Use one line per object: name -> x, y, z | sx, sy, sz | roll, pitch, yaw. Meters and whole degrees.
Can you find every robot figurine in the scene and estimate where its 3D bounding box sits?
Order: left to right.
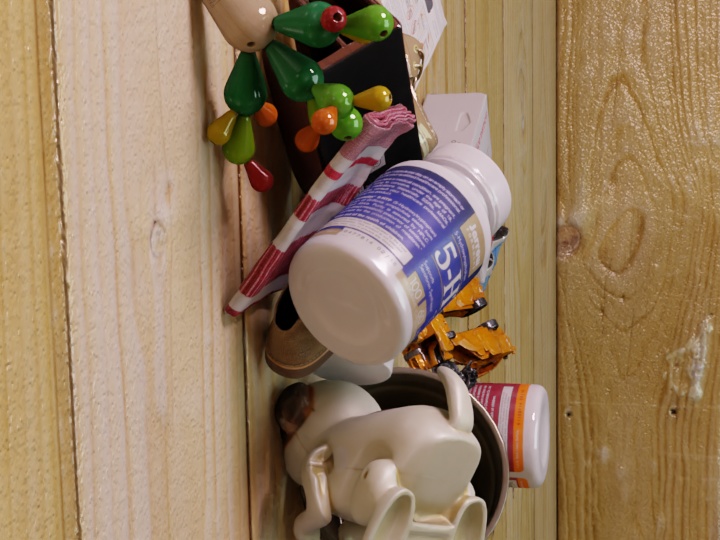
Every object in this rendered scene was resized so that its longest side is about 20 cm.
robot figurine -> 0.095, 0.065, 1.792 | 0.199, 0.058, 0.146 | -7, 67, -60

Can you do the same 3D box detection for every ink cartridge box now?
ink cartridge box -> 0.022, -0.229, 1.669 | 0.161, 0.050, 0.201 | 69, 38, -56
ink cartridge box -> 0.120, -0.105, 2.095 | 0.148, 0.085, 0.201 | -71, 156, -50

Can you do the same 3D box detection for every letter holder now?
letter holder -> -0.030, -0.160, 1.450 | 0.142, 0.100, 0.201 | 49, -17, 35

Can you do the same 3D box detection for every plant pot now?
plant pot -> 0.037, 0.215, 1.609 | 0.174, 0.198, 0.202 | 99, -2, -69

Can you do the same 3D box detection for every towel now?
towel -> -0.031, -0.051, 1.362 | 0.201, 0.023, 0.144 | -53, 174, 16

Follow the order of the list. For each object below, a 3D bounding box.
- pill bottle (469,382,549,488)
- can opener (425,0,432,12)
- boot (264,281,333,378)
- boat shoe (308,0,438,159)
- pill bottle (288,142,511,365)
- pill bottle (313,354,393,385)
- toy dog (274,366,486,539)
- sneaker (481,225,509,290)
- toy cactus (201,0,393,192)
pill bottle -> 0.104, 0.179, 1.807 | 0.113, 0.198, 0.114 | 1, 90, -76
can opener -> 0.063, -0.297, 1.879 | 0.200, 0.066, 0.054 | -55, 144, -66
boot -> -0.011, 0.005, 1.448 | 0.200, 0.073, 0.076 | -49, 156, -30
boat shoe -> 0.025, -0.197, 1.529 | 0.201, 0.066, 0.074 | 61, -16, 8
pill bottle -> 0.041, -0.022, 1.387 | 0.200, 0.119, 0.121 | -43, 137, -40
pill bottle -> 0.000, 0.000, 1.556 | 0.109, 0.108, 0.202 | 64, 30, -62
toy dog -> 0.003, 0.164, 1.443 | 0.139, 0.199, 0.196 | 1, 104, -40
sneaker -> 0.153, -0.013, 2.313 | 0.200, 0.078, 0.091 | -56, 164, -60
toy cactus -> -0.067, -0.155, 1.248 | 0.165, 0.200, 0.102 | 48, 49, -4
